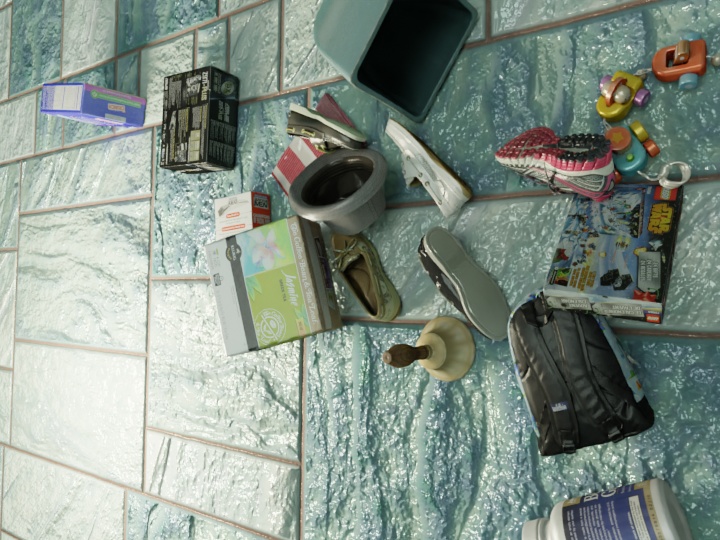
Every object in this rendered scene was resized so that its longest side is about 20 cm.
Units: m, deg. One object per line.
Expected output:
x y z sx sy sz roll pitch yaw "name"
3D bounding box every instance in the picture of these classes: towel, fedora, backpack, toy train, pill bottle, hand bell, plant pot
-0.087 -0.219 1.091 0.201 0.022 0.145 -49 62 23 "towel"
-0.026 -0.128 0.985 0.197 0.091 0.178 18 59 46 "fedora"
0.280 0.119 0.765 0.161 0.153 0.204 -29 92 31 "backpack"
0.379 -0.214 0.736 0.147 0.055 0.207 7 81 39 "toy train"
0.317 0.351 0.733 0.197 0.110 0.114 -29 72 29 "pill bottle"
0.090 0.123 0.846 0.101 0.198 0.108 -2 86 32 "hand bell"
0.033 -0.402 0.925 0.200 0.193 0.199 44 111 36 "plant pot"

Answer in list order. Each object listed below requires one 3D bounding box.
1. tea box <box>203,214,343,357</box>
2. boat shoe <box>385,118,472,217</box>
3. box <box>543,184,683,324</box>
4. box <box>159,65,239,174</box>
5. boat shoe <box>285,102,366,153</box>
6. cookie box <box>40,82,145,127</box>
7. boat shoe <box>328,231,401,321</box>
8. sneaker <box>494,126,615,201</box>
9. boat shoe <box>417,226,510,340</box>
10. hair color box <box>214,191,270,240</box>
-0.154 0.030 1.020 0.191 0.133 0.207 -16 84 12 "tea box"
0.097 -0.170 0.933 0.070 0.070 0.201 -48 65 20 "boat shoe"
0.325 -0.031 0.719 0.134 0.040 0.203 6 51 34 "box"
-0.355 -0.325 1.240 0.160 0.085 0.208 1 89 34 "box"
-0.066 -0.248 1.025 0.199 0.070 0.062 35 110 39 "boat shoe"
-0.666 -0.411 1.408 0.195 0.169 0.078 12 97 33 "cookie box"
0.000 0.000 0.995 0.074 0.062 0.202 -47 64 23 "boat shoe"
0.266 -0.147 0.795 0.080 0.076 0.199 -36 32 -11 "sneaker"
0.159 0.026 0.887 0.201 0.073 0.061 51 156 8 "boat shoe"
-0.240 -0.050 1.162 0.108 0.063 0.208 -5 86 33 "hair color box"
